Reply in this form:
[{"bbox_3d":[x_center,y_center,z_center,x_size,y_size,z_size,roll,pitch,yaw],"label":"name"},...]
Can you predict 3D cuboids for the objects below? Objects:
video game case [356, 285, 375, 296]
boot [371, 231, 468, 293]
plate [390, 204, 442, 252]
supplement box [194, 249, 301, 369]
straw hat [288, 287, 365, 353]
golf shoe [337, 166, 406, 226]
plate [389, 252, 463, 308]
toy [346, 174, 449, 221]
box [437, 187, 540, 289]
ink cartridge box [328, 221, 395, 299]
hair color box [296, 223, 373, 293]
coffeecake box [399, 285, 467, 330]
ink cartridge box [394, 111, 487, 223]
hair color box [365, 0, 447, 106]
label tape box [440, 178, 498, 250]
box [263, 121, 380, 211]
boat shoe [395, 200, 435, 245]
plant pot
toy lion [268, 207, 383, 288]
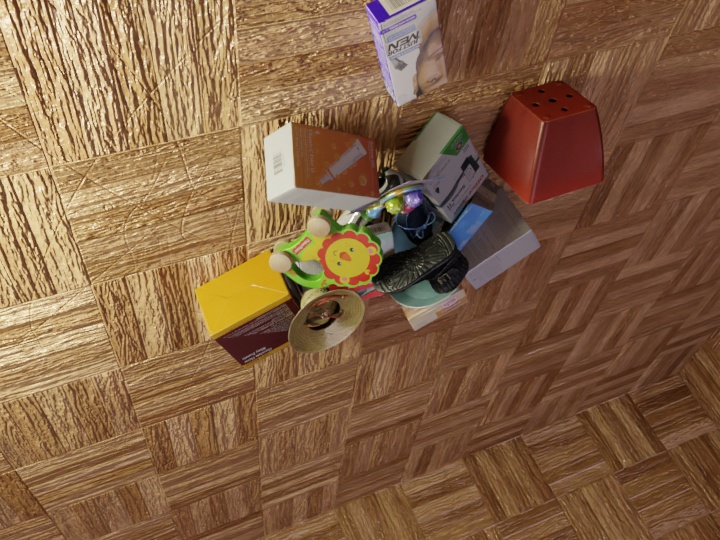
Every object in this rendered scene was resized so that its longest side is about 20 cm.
[{"bbox_3d":[-0.021,0.060,1.777,0.181,0.023,0.200,-30,-177,3],"label":"video game case"},{"bbox_3d":[0.138,0.008,1.604,0.210,0.080,0.158,-26,154,7],"label":"boot"},{"bbox_3d":[0.131,-0.124,1.682,0.200,0.026,0.201,-33,146,-26],"label":"plate"},{"bbox_3d":[-0.239,0.094,1.662,0.196,0.133,0.200,-28,147,1],"label":"supplement box"},{"bbox_3d":[-0.090,0.084,1.595,0.200,0.085,0.202,-22,143,-18],"label":"straw hat"},{"bbox_3d":[0.008,-0.154,1.571,0.199,0.078,0.095,-36,129,11],"label":"golf shoe"},{"bbox_3d":[0.157,0.011,1.716,0.199,0.201,0.026,-29,136,2],"label":"plate"},{"bbox_3d":[0.076,-0.134,1.434,0.115,0.048,0.199,-17,179,-42],"label":"toy"},{"bbox_3d":[0.323,-0.080,1.815,0.199,0.153,0.106,-34,147,10],"label":"box"},{"bbox_3d":[0.000,0.000,1.604,0.160,0.050,0.201,-14,125,-6],"label":"ink cartridge box"},{"bbox_3d":[-0.051,-0.028,1.654,0.198,0.065,0.110,-13,130,-14],"label":"hair color box"},{"bbox_3d":[0.151,0.022,1.785,0.153,0.201,0.073,-28,148,3],"label":"coffeecake box"},{"bbox_3d":[0.178,-0.215,1.540,0.147,0.083,0.200,-53,146,-4],"label":"ink cartridge box"},{"bbox_3d":[0.086,-0.399,1.278,0.109,0.065,0.200,-27,149,-2],"label":"hair color box"},{"bbox_3d":[0.246,-0.118,1.675,0.063,0.200,0.144,33,126,-5],"label":"label tape box"},{"bbox_3d":[-0.072,-0.192,1.366,0.199,0.126,0.097,2,168,-39],"label":"box"},{"bbox_3d":[0.133,-0.104,1.580,0.084,0.069,0.200,-53,158,1],"label":"boat shoe"},{"bbox_3d":[0.404,-0.292,1.559,0.198,0.200,0.177,-17,134,-16],"label":"plant pot"},{"bbox_3d":[-0.061,-0.030,1.497,0.191,0.069,0.200,40,119,-19],"label":"toy lion"}]
